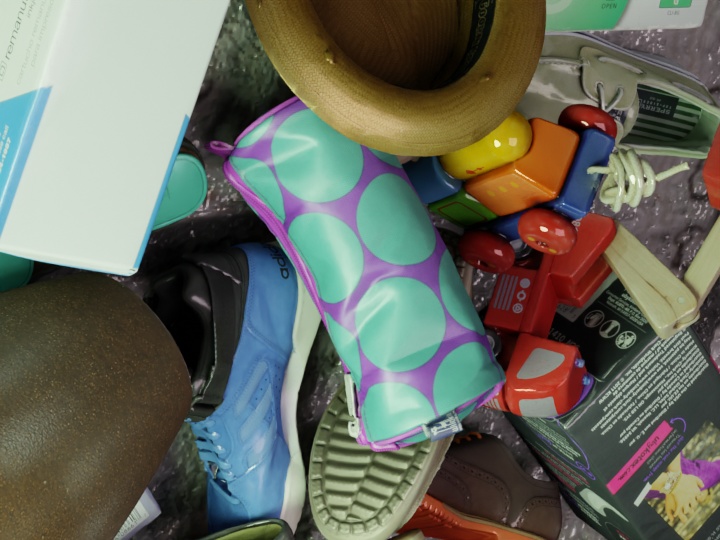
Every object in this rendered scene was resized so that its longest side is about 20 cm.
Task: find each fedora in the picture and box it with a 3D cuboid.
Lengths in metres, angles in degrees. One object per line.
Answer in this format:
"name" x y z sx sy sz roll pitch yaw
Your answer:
"fedora" 0.003 -0.147 1.253 0.200 0.082 0.201 10 69 -28

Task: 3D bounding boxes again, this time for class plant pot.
"plant pot" -0.183 0.092 1.163 0.200 0.187 0.187 -38 132 -33

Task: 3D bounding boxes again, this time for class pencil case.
"pencil case" 0.000 0.000 1.295 0.092 0.085 0.200 -27 89 -14

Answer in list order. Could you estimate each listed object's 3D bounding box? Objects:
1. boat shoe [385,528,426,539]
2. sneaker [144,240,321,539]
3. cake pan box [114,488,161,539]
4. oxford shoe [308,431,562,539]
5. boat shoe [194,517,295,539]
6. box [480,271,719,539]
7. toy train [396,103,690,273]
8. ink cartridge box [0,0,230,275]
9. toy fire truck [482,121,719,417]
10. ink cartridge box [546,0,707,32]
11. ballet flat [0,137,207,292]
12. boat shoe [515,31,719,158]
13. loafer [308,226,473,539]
"boat shoe" 0.001 0.210 1.415 0.073 0.063 0.200 -21 162 -25
"sneaker" -0.086 0.082 1.340 0.111 0.077 0.200 -4 111 -41
"cake pan box" -0.223 0.121 1.283 0.200 0.052 0.184 -40 132 -12
"oxford shoe" 0.048 0.131 1.488 0.200 0.071 0.073 29 64 -37
"boat shoe" -0.125 0.183 1.312 0.200 0.072 0.066 -13 112 -21
"box" 0.168 0.093 1.503 0.106 0.122 0.200 -44 132 -9
"toy train" 0.082 -0.070 1.301 0.116 0.200 0.085 29 70 -19
"ink cartridge box" -0.156 -0.106 1.110 0.086 0.200 0.147 10 107 -37
"toy fire truck" 0.154 -0.001 1.398 0.049 0.141 0.200 60 45 -63
"ink cartridge box" 0.147 -0.237 1.364 0.161 0.050 0.201 -5 118 -34
"ballet flat" -0.175 -0.027 1.226 0.200 0.068 0.068 -18 123 -28
"boat shoe" 0.142 -0.106 1.418 0.200 0.062 0.072 3 112 -36
"loafer" 0.028 0.074 1.387 0.068 0.075 0.200 59 46 -59
